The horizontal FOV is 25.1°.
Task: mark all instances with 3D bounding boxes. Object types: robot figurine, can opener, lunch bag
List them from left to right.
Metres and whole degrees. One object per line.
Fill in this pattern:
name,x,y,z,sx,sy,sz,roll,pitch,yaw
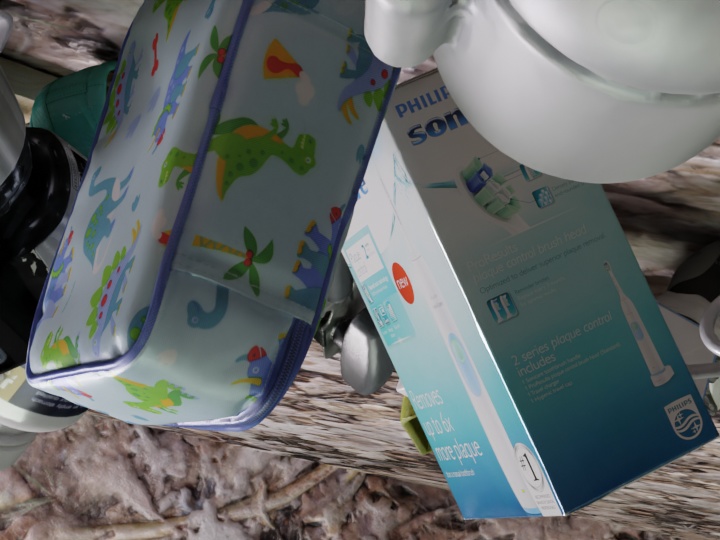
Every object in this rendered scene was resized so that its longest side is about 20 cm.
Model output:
lunch bag,-0.064,-0.036,0.666,0.082,0.200,0.161,24,161,-26
can opener,0.000,0.000,0.982,0.066,0.053,0.200,39,155,26
robot figurine,0.082,-0.094,0.481,0.170,0.113,0.200,-17,171,-9

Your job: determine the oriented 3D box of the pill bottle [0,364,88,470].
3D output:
pill bottle,-0.181,0.023,0.941,0.111,0.111,0.200,20,120,-40

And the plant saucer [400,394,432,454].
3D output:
plant saucer,0.121,0.066,1.200,0.200,0.048,0.200,-23,166,1

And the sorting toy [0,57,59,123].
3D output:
sorting toy,-0.304,-0.091,0.923,0.199,0.070,0.200,17,166,-32

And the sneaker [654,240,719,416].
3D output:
sneaker,0.223,0.038,1.054,0.074,0.079,0.200,33,168,12

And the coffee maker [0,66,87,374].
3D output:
coffee maker,-0.231,-0.043,0.765,0.192,0.135,0.200,-3,146,20

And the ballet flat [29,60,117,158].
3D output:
ballet flat,-0.084,-0.063,0.891,0.200,0.067,0.070,18,152,-41

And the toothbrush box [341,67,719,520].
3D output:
toothbrush box,0.064,0.010,0.763,0.085,0.200,0.146,-23,178,-16

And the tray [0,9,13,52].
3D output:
tray,-0.265,-0.073,0.827,0.107,0.022,0.200,19,122,-29

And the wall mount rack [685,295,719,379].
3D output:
wall mount rack,0.237,0.022,0.773,0.200,0.174,0.075,1,130,38

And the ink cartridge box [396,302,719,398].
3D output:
ink cartridge box,0.105,0.060,0.978,0.116,0.067,0.200,27,159,-19
